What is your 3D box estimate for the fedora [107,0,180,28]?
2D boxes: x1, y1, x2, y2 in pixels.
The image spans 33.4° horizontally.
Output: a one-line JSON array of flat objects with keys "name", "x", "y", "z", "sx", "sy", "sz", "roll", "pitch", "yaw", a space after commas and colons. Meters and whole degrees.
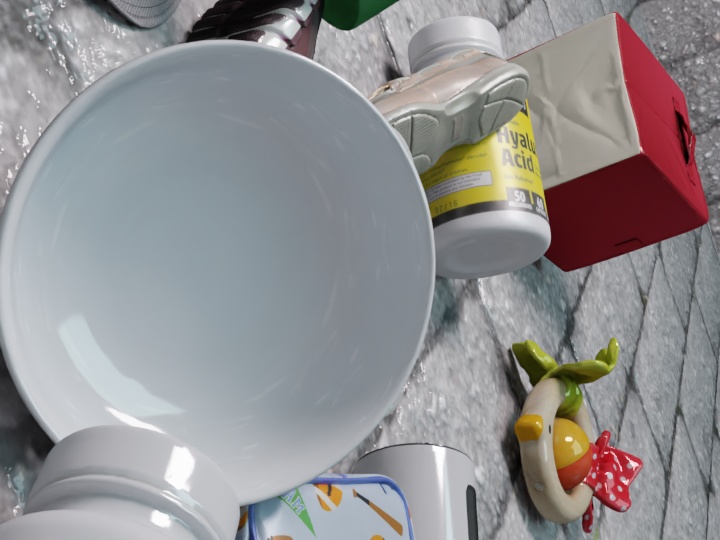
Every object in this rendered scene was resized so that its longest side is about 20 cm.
[{"name": "fedora", "x": -0.114, "y": -0.244, "z": 0.651, "sx": 0.201, "sy": 0.089, "sz": 0.178, "roll": 62, "pitch": 26, "yaw": -27}]

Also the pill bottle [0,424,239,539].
[{"name": "pill bottle", "x": -0.101, "y": 0.154, "z": 0.404, "sx": 0.112, "sy": 0.110, "sz": 0.201, "roll": 58, "pitch": 27, "yaw": -32}]

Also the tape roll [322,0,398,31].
[{"name": "tape roll", "x": -0.037, "y": -0.251, "z": 0.752, "sx": 0.201, "sy": 0.048, "sz": 0.201, "roll": 55, "pitch": -10, "yaw": 14}]

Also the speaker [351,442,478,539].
[{"name": "speaker", "x": 0.034, "y": 0.212, "z": 0.716, "sx": 0.081, "sy": 0.080, "sz": 0.202, "roll": 45, "pitch": 36, "yaw": -48}]

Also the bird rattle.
[{"name": "bird rattle", "x": 0.186, "y": 0.164, "z": 1.119, "sx": 0.163, "sy": 0.111, "sz": 0.203, "roll": -38, "pitch": 124, "yaw": -53}]

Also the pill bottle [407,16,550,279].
[{"name": "pill bottle", "x": 0.091, "y": -0.104, "z": 1.006, "sx": 0.111, "sy": 0.110, "sz": 0.203, "roll": 30, "pitch": 48, "yaw": -58}]

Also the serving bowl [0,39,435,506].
[{"name": "serving bowl", "x": -0.068, "y": 0.001, "z": 0.542, "sx": 0.066, "sy": 0.199, "sz": 0.202, "roll": 14, "pitch": -50, "yaw": 64}]

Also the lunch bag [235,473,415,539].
[{"name": "lunch bag", "x": -0.018, "y": 0.202, "z": 0.589, "sx": 0.160, "sy": 0.075, "sz": 0.203, "roll": 17, "pitch": 60, "yaw": -55}]

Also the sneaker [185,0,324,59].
[{"name": "sneaker", "x": -0.059, "y": -0.091, "z": 0.724, "sx": 0.116, "sy": 0.075, "sz": 0.201, "roll": 65, "pitch": 33, "yaw": -34}]

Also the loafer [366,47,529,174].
[{"name": "loafer", "x": 0.041, "y": -0.117, "z": 0.903, "sx": 0.199, "sy": 0.063, "sz": 0.073, "roll": -26, "pitch": 143, "yaw": -33}]

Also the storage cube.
[{"name": "storage cube", "x": 0.237, "y": -0.126, "z": 1.256, "sx": 0.179, "sy": 0.198, "sz": 0.173, "roll": 31, "pitch": 48, "yaw": -49}]

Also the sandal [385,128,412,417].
[{"name": "sandal", "x": -0.005, "y": -0.002, "z": 0.807, "sx": 0.082, "sy": 0.049, "sz": 0.206, "roll": 18, "pitch": 71, "yaw": -45}]

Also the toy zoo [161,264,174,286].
[{"name": "toy zoo", "x": -0.047, "y": 0.003, "z": 0.657, "sx": 0.199, "sy": 0.020, "sz": 0.133, "roll": 0, "pitch": 97, "yaw": -58}]
